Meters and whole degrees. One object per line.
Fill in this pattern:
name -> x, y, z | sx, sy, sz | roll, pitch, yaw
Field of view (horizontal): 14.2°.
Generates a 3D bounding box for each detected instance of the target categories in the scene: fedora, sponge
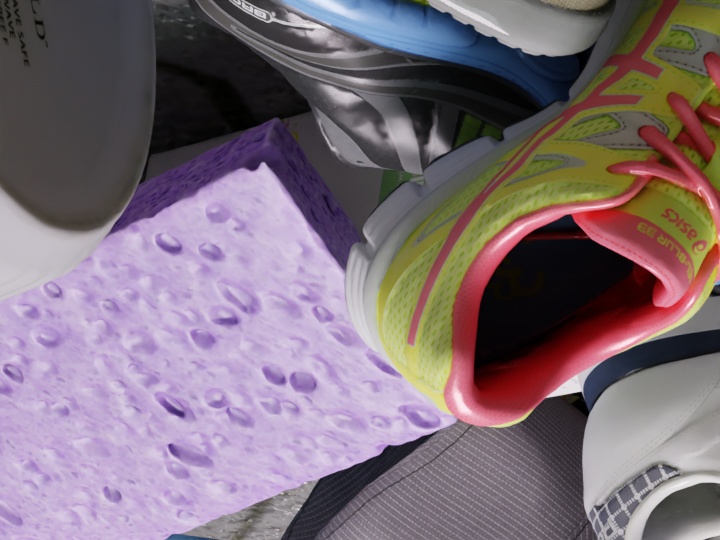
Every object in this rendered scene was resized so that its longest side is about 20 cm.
fedora -> 0.033, 0.098, 1.062 | 0.090, 0.177, 0.200 | 47, 122, -9
sponge -> -0.074, 0.035, 0.941 | 0.199, 0.030, 0.112 | -24, 117, 30

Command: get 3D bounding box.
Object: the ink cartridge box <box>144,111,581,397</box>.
ink cartridge box -> 0.000, 0.000, 0.996 | 0.199, 0.068, 0.117 | -12, 148, 40

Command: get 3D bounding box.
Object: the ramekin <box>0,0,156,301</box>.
ramekin -> -0.127, -0.077, 0.749 | 0.094, 0.203, 0.202 | -11, 149, 19

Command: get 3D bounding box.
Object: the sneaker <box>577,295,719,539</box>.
sneaker -> 0.165, 0.046, 0.903 | 0.199, 0.081, 0.076 | -16, 140, 19

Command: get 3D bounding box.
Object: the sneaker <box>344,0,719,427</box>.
sneaker -> 0.086, -0.027, 0.785 | 0.200, 0.090, 0.078 | -44, 113, 10

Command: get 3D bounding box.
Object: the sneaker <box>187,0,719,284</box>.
sneaker -> 0.036, -0.059, 0.864 | 0.199, 0.071, 0.083 | 28, 154, -21

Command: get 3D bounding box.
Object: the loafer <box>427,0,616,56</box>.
loafer -> -0.007, -0.128, 0.744 | 0.199, 0.075, 0.070 | 24, 121, -22

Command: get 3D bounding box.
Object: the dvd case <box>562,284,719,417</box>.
dvd case -> 0.166, 0.048, 1.084 | 0.199, 0.022, 0.146 | 19, 154, -14

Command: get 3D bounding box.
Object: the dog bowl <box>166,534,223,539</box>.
dog bowl -> -0.100, 0.123, 1.120 | 0.199, 0.050, 0.111 | 13, 171, -40
